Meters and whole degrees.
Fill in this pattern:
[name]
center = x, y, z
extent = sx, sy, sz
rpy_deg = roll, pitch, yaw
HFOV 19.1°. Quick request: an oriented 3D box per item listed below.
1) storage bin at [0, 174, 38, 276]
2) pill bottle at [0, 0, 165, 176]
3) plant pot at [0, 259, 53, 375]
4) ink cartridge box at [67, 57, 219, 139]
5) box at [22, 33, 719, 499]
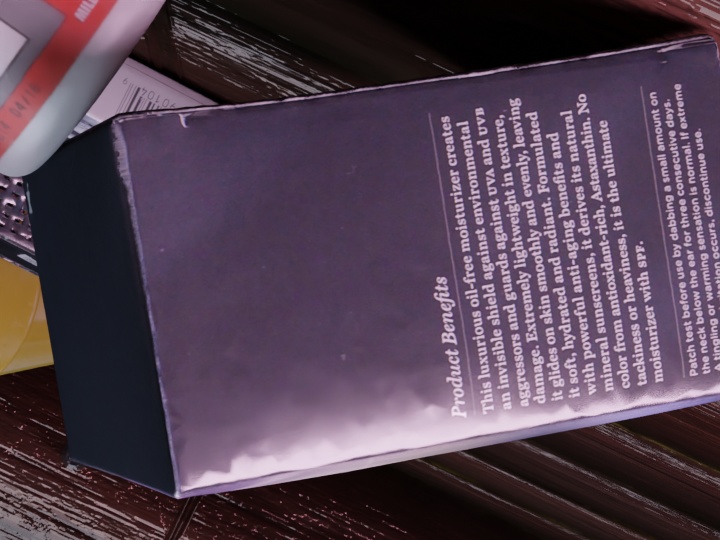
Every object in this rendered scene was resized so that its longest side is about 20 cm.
[storage bin]
center = -0.186, -0.039, 1.419
extent = 0.200, 0.094, 0.135
rpy_deg = 27, 171, -16
[pill bottle]
center = -0.162, -0.130, 0.701
extent = 0.200, 0.116, 0.116
rpy_deg = 35, 169, -13
[plant pot]
center = -0.323, 0.010, 1.826
extent = 0.201, 0.201, 0.189
rpy_deg = 19, -174, 35
[ink cartridge box]
center = -0.165, -0.096, 1.186
extent = 0.198, 0.043, 0.200
rpy_deg = 26, 172, -8
[box]
center = 0.000, 0.000, 0.737
extent = 0.198, 0.123, 0.200
rpy_deg = -8, -179, -16
